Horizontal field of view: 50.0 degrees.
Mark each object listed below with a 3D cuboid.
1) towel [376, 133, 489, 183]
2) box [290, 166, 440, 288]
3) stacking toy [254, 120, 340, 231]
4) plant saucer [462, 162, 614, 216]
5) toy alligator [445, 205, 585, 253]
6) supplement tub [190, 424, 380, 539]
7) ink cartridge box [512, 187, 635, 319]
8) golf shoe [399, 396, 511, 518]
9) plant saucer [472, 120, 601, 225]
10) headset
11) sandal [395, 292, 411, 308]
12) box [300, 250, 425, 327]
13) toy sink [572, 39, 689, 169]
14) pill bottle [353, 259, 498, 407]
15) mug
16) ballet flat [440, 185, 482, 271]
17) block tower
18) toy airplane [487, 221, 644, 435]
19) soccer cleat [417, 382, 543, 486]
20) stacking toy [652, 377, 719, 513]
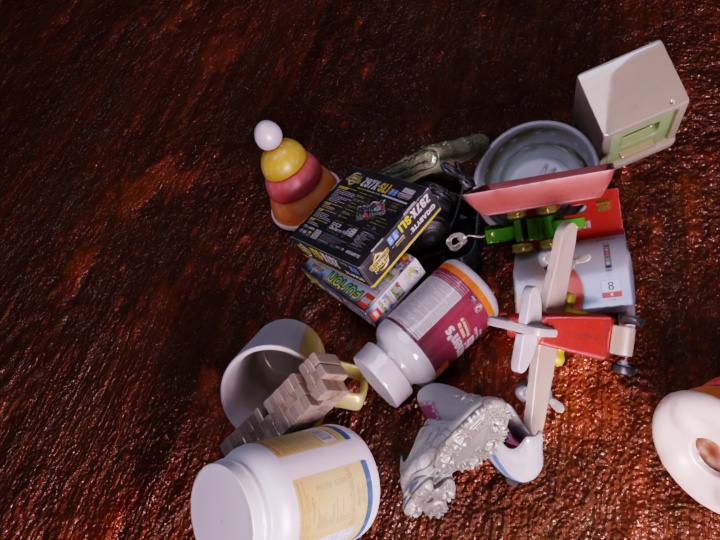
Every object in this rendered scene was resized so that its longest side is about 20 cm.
[{"bbox_3d":[0.105,-0.170,1.263,0.147,0.037,0.198,-21,0,-38],"label":"towel"},{"bbox_3d":[0.003,-0.071,1.164,0.160,0.050,0.199,-47,36,-15],"label":"box"},{"bbox_3d":[-0.128,-0.184,1.373,0.143,0.202,0.148,-14,46,15],"label":"stacking toy"},{"bbox_3d":[0.255,-0.112,1.079,0.195,0.038,0.200,-8,8,19],"label":"plant saucer"},{"bbox_3d":[0.222,-0.057,1.102,0.196,0.061,0.054,-8,4,23],"label":"toy alligator"},{"bbox_3d":[-0.087,0.272,0.922,0.143,0.197,0.149,2,93,44],"label":"supplement tub"},{"bbox_3d":[0.294,-0.025,1.086,0.159,0.050,0.205,-9,65,20],"label":"ink cartridge box"},{"bbox_3d":[0.101,0.205,0.933,0.201,0.077,0.098,-55,35,28],"label":"golf shoe"},{"bbox_3d":[0.274,-0.133,1.202,0.196,0.050,0.205,-9,65,20],"label":"plant saucer"},{"bbox_3d":[0.103,-0.096,1.206,0.199,0.093,0.126,-35,34,46],"label":"headset"},{"bbox_3d":[0.024,-0.006,1.235,0.078,0.060,0.208,-32,43,-3],"label":"sandal"},{"bbox_3d":[0.000,0.000,1.162,0.110,0.035,0.199,-47,37,-10],"label":"box"},{"bbox_3d":[0.406,-0.232,1.180,0.128,0.200,0.114,-21,74,7],"label":"toy sink"},{"bbox_3d":[0.091,0.088,1.078,0.200,0.110,0.109,-42,45,-13],"label":"pill bottle"},{"bbox_3d":[-0.098,0.157,1.109,0.150,0.186,0.154,-47,10,17],"label":"mug"},{"bbox_3d":[0.156,-0.056,1.211,0.065,0.057,0.203,-5,49,24],"label":"ballet flat"},{"bbox_3d":[-0.100,0.193,1.001,0.200,0.057,0.054,-46,59,18],"label":"block tower"},{"bbox_3d":[0.236,0.073,0.963,0.199,0.201,0.141,-39,21,-15],"label":"toy airplane"},{"bbox_3d":[0.152,0.182,0.972,0.069,0.088,0.199,-23,40,-35],"label":"soccer cleat"},{"bbox_3d":[0.431,0.156,0.840,0.198,0.149,0.145,-29,41,-25],"label":"stacking toy"}]
